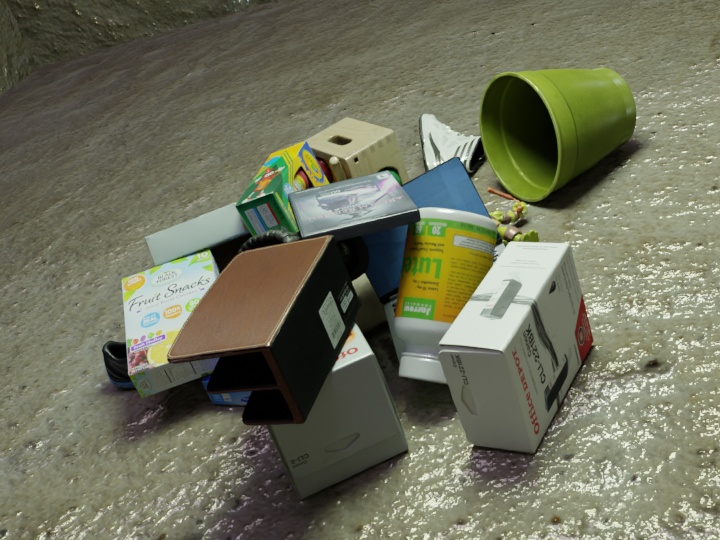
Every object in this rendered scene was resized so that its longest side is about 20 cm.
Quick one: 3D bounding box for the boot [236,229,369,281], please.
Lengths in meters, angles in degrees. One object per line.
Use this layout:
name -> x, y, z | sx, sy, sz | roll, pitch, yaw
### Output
boot -> -0.105, 0.012, 1.273 | 0.157, 0.080, 0.211 | -5, -29, -48

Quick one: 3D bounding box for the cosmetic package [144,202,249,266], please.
cosmetic package -> -0.232, -0.062, 1.533 | 0.149, 0.052, 0.200 | -22, 3, 8

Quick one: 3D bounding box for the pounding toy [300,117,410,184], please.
pounding toy -> -0.010, -0.148, 1.601 | 0.141, 0.186, 0.199 | -32, 30, -20

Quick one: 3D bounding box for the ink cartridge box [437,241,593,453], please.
ink cartridge box -> 0.180, 0.083, 1.104 | 0.083, 0.146, 0.200 | 2, 36, 36

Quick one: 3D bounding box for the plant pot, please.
plant pot -> 0.322, -0.232, 1.538 | 0.191, 0.203, 0.200 | -19, 25, -24

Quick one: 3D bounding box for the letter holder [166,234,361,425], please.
letter holder -> -0.105, 0.066, 1.073 | 0.140, 0.101, 0.201 | -8, 32, 26

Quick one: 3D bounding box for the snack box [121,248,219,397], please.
snack box -> -0.260, 0.070, 1.387 | 0.140, 0.053, 0.201 | -18, 43, -1

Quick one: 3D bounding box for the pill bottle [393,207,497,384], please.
pill bottle -> 0.100, 0.034, 1.187 | 0.109, 0.203, 0.111 | 8, -6, 1

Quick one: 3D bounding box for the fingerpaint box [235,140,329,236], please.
fingerpaint box -> -0.087, -0.066, 1.487 | 0.073, 0.202, 0.167 | -16, 26, 26

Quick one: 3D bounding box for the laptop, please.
laptop -> 0.092, -0.005, 1.261 | 0.186, 0.116, 0.202 | -28, 45, 13

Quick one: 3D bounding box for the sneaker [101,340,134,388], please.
sneaker -> -0.294, 0.119, 1.441 | 0.197, 0.084, 0.071 | -12, 29, 17

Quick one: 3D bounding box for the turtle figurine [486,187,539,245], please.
turtle figurine -> 0.176, -0.059, 1.433 | 0.197, 0.065, 0.161 | -5, 29, -25

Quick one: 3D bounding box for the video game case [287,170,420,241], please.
video game case -> -0.013, -0.080, 1.224 | 0.141, 0.019, 0.200 | -13, 20, -5

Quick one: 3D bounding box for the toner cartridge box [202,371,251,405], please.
toner cartridge box -> -0.131, 0.109, 1.385 | 0.094, 0.044, 0.200 | -4, 32, 32

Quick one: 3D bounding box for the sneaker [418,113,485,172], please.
sneaker -> 0.166, -0.221, 1.746 | 0.114, 0.076, 0.202 | -9, 37, 5

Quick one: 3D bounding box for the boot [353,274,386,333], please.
boot -> 0.000, 0.000, 1.403 | 0.154, 0.073, 0.202 | -25, 60, -1

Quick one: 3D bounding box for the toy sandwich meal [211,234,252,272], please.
toy sandwich meal -> -0.204, -0.003, 1.613 | 0.203, 0.071, 0.206 | -20, 26, 10

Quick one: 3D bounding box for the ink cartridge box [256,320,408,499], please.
ink cartridge box -> -0.052, 0.137, 1.171 | 0.144, 0.146, 0.200 | -24, 29, -6
